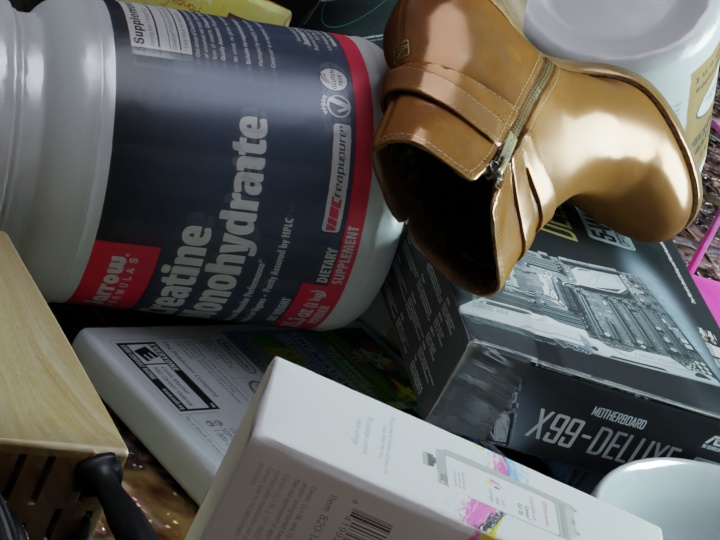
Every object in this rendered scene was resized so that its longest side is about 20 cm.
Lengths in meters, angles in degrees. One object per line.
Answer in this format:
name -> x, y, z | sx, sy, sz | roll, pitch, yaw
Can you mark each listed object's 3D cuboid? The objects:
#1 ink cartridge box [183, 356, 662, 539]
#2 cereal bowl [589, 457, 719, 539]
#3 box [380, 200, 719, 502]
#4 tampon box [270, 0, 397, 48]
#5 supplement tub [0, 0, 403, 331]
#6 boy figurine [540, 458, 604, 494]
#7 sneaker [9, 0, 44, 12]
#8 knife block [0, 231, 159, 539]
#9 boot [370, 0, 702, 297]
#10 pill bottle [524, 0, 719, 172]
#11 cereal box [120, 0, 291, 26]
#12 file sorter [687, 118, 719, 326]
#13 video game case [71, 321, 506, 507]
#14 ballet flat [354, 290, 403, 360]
ink cartridge box -> 0.033, 0.130, 0.793 | 0.200, 0.117, 0.068 | 25, 22, -5
cereal bowl -> 0.165, 0.168, 0.891 | 0.200, 0.083, 0.200 | 22, 23, -10
box -> 0.089, 0.017, 1.023 | 0.158, 0.050, 0.200 | 18, 27, -20
tampon box -> -0.080, -0.186, 1.273 | 0.200, 0.126, 0.150 | 49, 31, 15
supplement tub -> -0.089, -0.050, 0.997 | 0.200, 0.141, 0.140 | 6, 28, -20
boy figurine -> 0.108, 0.054, 1.103 | 0.124, 0.064, 0.200 | 12, 30, -23
sneaker -> -0.198, -0.117, 1.154 | 0.200, 0.075, 0.100 | 21, 6, -6
knife block -> -0.125, 0.073, 0.816 | 0.175, 0.064, 0.200 | 30, 23, 6
boot -> 0.080, -0.045, 0.981 | 0.200, 0.077, 0.155 | 50, 35, -29
pill bottle -> 0.128, -0.086, 1.146 | 0.114, 0.200, 0.114 | -1, 56, 2
cereal box -> -0.146, -0.155, 1.105 | 0.144, 0.040, 0.200 | 18, 6, -39
file sorter -> 0.277, 0.006, 1.299 | 0.200, 0.126, 0.139 | 15, 25, -25
video game case -> -0.005, 0.087, 0.965 | 0.182, 0.022, 0.200 | 0, 34, -47
ballet flat -> 0.000, 0.000, 1.128 | 0.062, 0.068, 0.200 | -12, 31, -13
